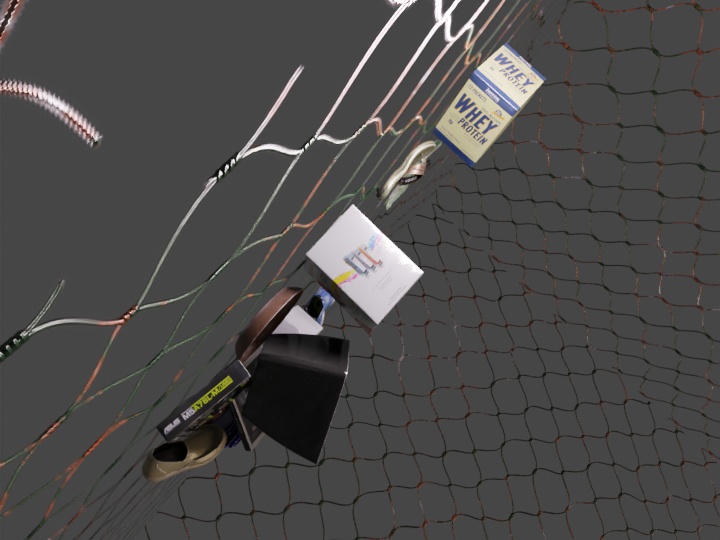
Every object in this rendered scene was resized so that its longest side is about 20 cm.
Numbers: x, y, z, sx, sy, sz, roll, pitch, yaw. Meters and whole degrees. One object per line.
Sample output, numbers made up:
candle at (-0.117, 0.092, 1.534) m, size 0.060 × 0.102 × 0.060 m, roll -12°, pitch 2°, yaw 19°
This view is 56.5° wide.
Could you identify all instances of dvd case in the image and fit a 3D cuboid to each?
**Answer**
dvd case at (-0.248, 0.286, 1.542) m, size 0.024 × 0.204 × 0.150 m, roll -2°, pitch -154°, yaw 30°

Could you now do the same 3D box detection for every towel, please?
towel at (-0.322, 0.360, 1.639) m, size 0.198 × 0.050 × 0.148 m, roll -3°, pitch -137°, yaw 55°
towel at (0.146, -0.269, 1.871) m, size 0.153 × 0.023 × 0.201 m, roll -48°, pitch 176°, yaw -47°

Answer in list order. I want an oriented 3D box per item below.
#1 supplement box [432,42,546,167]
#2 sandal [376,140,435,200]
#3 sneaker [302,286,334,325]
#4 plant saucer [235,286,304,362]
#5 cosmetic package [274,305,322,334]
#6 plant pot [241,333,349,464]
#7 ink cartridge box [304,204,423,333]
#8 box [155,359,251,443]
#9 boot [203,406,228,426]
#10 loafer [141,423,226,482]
supplement box at (0.310, -0.399, 1.619) m, size 0.200 × 0.134 × 0.200 m, roll -47°, pitch 176°, yaw -41°
sandal at (0.113, -0.226, 1.574) m, size 0.201 × 0.057 × 0.080 m, roll -49°, pitch 177°, yaw -21°
sneaker at (-0.150, 0.130, 2.050) m, size 0.089 × 0.078 × 0.202 m, roll -33°, pitch 157°, yaw -53°
plant saucer at (-0.192, 0.104, 1.370) m, size 0.201 × 0.034 × 0.200 m, roll -50°, pitch 176°, yaw -5°
cosmetic package at (-0.169, 0.158, 1.745) m, size 0.074 × 0.101 × 0.200 m, roll -50°, pitch 176°, yaw 8°
plant pot at (-0.135, 0.238, 1.371) m, size 0.200 × 0.174 × 0.204 m, roll -86°, pitch -166°, yaw -77°
ink cartridge box at (0.000, 0.000, 1.358) m, size 0.145 × 0.200 × 0.145 m, roll -45°, pitch 176°, yaw -13°
box at (-0.301, 0.262, 1.329) m, size 0.192 × 0.048 × 0.200 m, roll -41°, pitch 175°, yaw -14°
boot at (-0.355, 0.336, 1.598) m, size 0.201 × 0.064 × 0.186 m, roll -49°, pitch 175°, yaw 20°
loafer at (-0.374, 0.389, 1.450) m, size 0.198 × 0.076 × 0.069 m, roll -23°, pitch 151°, yaw -39°
